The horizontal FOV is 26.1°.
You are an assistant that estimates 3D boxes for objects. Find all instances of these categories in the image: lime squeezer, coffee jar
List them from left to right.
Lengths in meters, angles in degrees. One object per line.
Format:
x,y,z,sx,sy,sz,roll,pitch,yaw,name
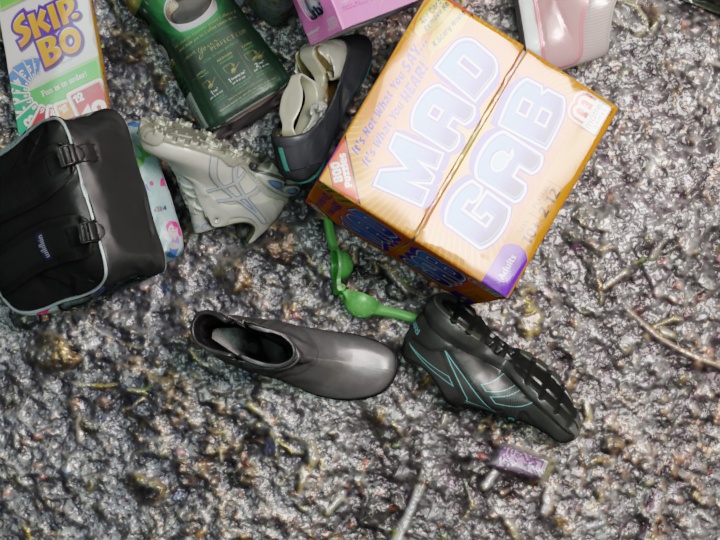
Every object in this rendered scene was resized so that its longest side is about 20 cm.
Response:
-0.157,-0.238,1.541,0.104,0.085,0.201,-31,87,-5,coffee jar
0.000,0.000,1.547,0.070,0.038,0.200,-38,86,-2,lime squeezer

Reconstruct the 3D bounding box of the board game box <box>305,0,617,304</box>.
0.087,-0.106,1.459,0.199,0.200,0.201,31,85,-3,board game box

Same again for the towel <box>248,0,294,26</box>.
-0.119,-0.346,1.506,0.048,0.171,0.201,-28,86,-4,towel

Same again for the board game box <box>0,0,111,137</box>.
-0.309,-0.215,1.573,0.095,0.030,0.202,-10,84,0,board game box

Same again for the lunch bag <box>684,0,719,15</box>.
0.332,-0.360,1.530,0.199,0.118,0.165,25,87,-3,lunch bag

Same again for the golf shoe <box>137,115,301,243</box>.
-0.144,-0.081,1.489,0.078,0.199,0.098,36,99,44,golf shoe

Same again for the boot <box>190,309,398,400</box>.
-0.062,0.084,1.495,0.198,0.132,0.071,8,85,2,boot

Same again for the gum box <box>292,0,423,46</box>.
0.017,-0.292,1.423,0.199,0.066,0.114,-26,96,-29,gum box

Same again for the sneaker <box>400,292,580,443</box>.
0.129,0.107,1.532,0.200,0.075,0.079,40,114,-1,sneaker

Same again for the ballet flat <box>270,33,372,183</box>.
-0.040,-0.175,1.500,0.072,0.073,0.201,20,55,2,ballet flat

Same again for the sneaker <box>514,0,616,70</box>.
0.200,-0.298,1.545,0.104,0.075,0.202,-9,93,5,sneaker

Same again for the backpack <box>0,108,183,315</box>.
-0.277,-0.051,1.490,0.199,0.150,0.179,-22,84,39,backpack
